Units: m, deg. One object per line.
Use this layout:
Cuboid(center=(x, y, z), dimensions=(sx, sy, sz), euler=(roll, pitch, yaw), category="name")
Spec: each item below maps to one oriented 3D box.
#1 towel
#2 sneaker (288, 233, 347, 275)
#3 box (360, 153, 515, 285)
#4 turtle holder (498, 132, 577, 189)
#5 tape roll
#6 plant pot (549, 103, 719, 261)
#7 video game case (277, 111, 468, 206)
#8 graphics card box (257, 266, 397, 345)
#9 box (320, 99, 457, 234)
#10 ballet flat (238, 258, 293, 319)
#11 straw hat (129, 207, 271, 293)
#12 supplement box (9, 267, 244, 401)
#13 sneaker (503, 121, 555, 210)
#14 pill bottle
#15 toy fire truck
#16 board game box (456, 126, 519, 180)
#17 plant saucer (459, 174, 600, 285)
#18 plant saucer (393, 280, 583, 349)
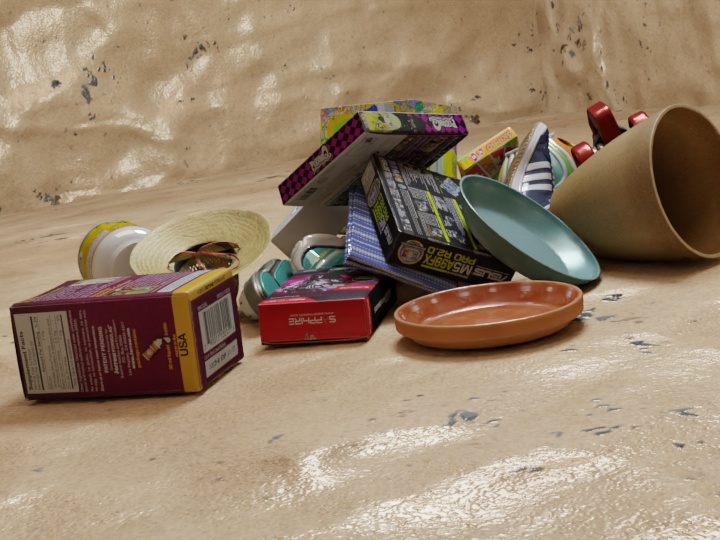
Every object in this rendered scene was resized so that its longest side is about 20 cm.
Cuboid(center=(0.048, -0.032, 1.541), dimensions=(0.143, 0.024, 0.201), euler=(20, 26, -8), category="towel")
Cuboid(center=(0.000, 0.000, 1.645), dimensions=(0.198, 0.078, 0.080), euler=(-7, 41, -36), category="sneaker")
Cuboid(center=(0.092, -0.060, 1.554), dimensions=(0.158, 0.045, 0.201), euler=(15, 28, -20), category="box")
Cuboid(center=(0.256, -0.118, 1.852), dimensions=(0.140, 0.133, 0.185), euler=(-26, 4, -41), category="turtle holder")
Cuboid(center=(-0.046, -0.099, 1.878), dimensions=(0.201, 0.066, 0.200), euler=(-49, 7, 8), category="tape roll")
Cuboid(center=(0.339, -0.086, 1.586), dimensions=(0.185, 0.189, 0.199), euler=(-16, -1, -42), category="plant pot")
Cuboid(center=(0.015, -0.144, 1.674), dimensions=(0.180, 0.036, 0.200), euler=(-4, -22, -38), category="video game case")
Cuboid(center=(-0.033, 0.037, 1.465), dimensions=(0.124, 0.052, 0.200), euler=(-4, 10, 13), category="graphics card box")
Cuboid(center=(0.043, -0.157, 2.011), dimensions=(0.191, 0.203, 0.121), euler=(0, 0, 40), category="box")
Cuboid(center=(-0.117, 0.033, 1.566), dimensions=(0.063, 0.068, 0.200), euler=(-34, 5, 11), category="ballet flat")
Cuboid(center=(-0.196, 0.005, 1.638), dimensions=(0.198, 0.086, 0.202), euler=(-9, 30, 5), category="straw hat")
Cuboid(center=(-0.236, 0.064, 1.308), dimensions=(0.197, 0.105, 0.131), euler=(-4, 11, 16), category="supplement box")
Cuboid(center=(0.249, -0.105, 1.731), dimensions=(0.107, 0.202, 0.070), euler=(25, -33, -2), category="sneaker")
Cuboid(center=(-0.323, -0.008, 1.765), dimensions=(0.111, 0.114, 0.200), euler=(-11, 10, -19), category="pill bottle")
Cuboid(center=(0.360, -0.138, 1.757), dimensions=(0.111, 0.202, 0.168), euler=(-28, 12, 6), category="toy fire truck")
Cuboid(center=(0.205, -0.131, 1.936), dimensions=(0.095, 0.030, 0.200), euler=(-33, -28, -4), category="board game box")
Cuboid(center=(0.193, -0.040, 1.516), dimensions=(0.198, 0.036, 0.201), euler=(28, 23, -13), category="plant saucer")
Cuboid(center=(0.134, 0.047, 1.329), dimensions=(0.197, 0.033, 0.200), euler=(-8, 10, 1), category="plant saucer")
